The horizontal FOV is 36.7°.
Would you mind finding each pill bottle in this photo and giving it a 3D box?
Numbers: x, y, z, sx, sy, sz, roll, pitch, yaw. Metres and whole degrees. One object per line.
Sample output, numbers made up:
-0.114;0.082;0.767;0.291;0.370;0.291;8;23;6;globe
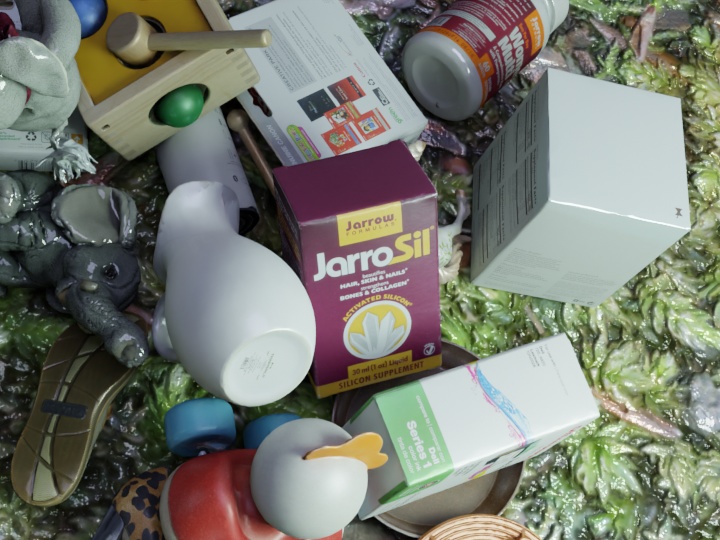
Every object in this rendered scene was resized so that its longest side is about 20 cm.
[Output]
0.146;-0.267;1.237;0.110;0.110;0.200;44;62;6;pill bottle

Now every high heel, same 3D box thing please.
-0.141;0.264;0.930;0.199;0.072;0.143;29;64;5;high heel

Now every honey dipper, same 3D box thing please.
-0.079;-0.074;1.099;0.038;0.038;0.201;-28;89;-26;honey dipper

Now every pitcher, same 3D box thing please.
-0.126;0.043;0.954;0.120;0.173;0.200;5;32;-34;pitcher

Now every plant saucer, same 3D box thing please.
0.064;0.164;1.060;0.198;0.035;0.202;6;66;-14;plant saucer

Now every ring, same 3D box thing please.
0.115;0.325;0.990;0.199;0.019;0.202;5;76;-19;ring

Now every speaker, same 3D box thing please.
-0.169;-0.129;1.096;0.081;0.081;0.201;-15;72;-22;speaker

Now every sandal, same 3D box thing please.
-0.251;0.122;0.970;0.080;0.054;0.201;13;57;5;sandal

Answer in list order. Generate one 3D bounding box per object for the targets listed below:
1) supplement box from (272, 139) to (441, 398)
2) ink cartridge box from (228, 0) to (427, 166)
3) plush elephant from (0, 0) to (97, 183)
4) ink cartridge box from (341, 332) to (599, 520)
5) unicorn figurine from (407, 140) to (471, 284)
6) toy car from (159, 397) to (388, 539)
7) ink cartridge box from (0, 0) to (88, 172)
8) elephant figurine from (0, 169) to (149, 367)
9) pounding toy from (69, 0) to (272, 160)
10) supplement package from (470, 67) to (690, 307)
0.000;0.000;1.001;0.130;0.201;0.103;-13;37;-11;supplement box
-0.061;-0.182;1.147;0.175;0.084;0.201;-28;77;-29;ink cartridge box
-0.307;-0.164;0.896;0.164;0.155;0.201;-34;84;7;plush elephant
0.092;0.141;0.977;0.198;0.145;0.085;-15;72;-23;ink cartridge box
0.040;-0.058;1.101;0.199;0.074;0.138;34;57;-17;unicorn figurine
-0.046;0.182;0.898;0.176;0.199;0.186;20;50;-44;toy car
-0.373;-0.196;1.086;0.196;0.047;0.202;0;65;-15;ink cartridge box
-0.256;-0.008;0.989;0.198;0.142;0.156;20;77;0;elephant figurine
-0.187;-0.214;1.004;0.183;0.142;0.201;-31;74;2;pounding toy
0.219;-0.078;1.121;0.150;0.200;0.152;10;64;-13;supplement package
